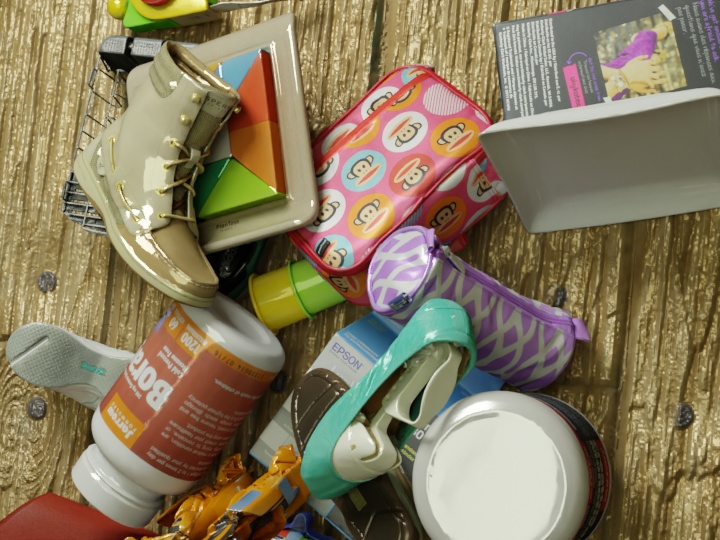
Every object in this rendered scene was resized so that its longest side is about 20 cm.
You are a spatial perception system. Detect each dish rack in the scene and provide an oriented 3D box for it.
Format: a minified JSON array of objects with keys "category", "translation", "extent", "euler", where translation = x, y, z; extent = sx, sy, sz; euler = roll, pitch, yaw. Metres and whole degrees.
[{"category":"dish rack","translation":[-0.195,-0.123,1.469],"extent":[0.152,0.055,0.202],"euler":[8,78,18]}]

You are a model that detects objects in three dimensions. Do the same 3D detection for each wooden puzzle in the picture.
[{"category":"wooden puzzle","translation":[-0.128,-0.115,1.379],"extent":[0.183,0.037,0.202],"euler":[-15,71,27]}]

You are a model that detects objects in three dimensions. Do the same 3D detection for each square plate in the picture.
[{"category":"square plate","translation":[0.213,-0.091,1.286],"extent":[0.196,0.200,0.029],"euler":[-7,66,16]}]

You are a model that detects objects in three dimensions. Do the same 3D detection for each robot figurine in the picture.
[{"category":"robot figurine","translation":[-0.132,0.221,1.311],"extent":[0.144,0.200,0.059],"euler":[-16,104,42]}]

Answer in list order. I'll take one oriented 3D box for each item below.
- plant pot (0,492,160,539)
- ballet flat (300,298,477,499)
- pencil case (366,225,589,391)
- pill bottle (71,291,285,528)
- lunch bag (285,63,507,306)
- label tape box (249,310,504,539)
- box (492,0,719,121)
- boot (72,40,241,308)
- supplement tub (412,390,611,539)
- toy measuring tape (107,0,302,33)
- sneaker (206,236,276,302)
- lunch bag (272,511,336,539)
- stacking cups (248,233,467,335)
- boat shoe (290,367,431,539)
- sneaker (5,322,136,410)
[{"category":"plant pot","translation":[-0.269,0.327,1.401],"extent":[0.198,0.176,0.202],"euler":[17,89,17]},{"category":"ballet flat","translation":[0.022,0.112,1.225],"extent":[0.067,0.071,0.201],"euler":[30,105,-27]},{"category":"pencil case","translation":[0.095,0.031,1.308],"extent":[0.085,0.199,0.084],"euler":[-41,41,25]},{"category":"pill bottle","translation":[-0.164,0.122,1.373],"extent":[0.112,0.112,0.201],"euler":[39,100,16]},{"category":"lunch bag","translation":[0.019,-0.083,1.376],"extent":[0.200,0.082,0.176],"euler":[-42,48,-4]},{"category":"label tape box","translation":[0.018,0.126,1.390],"extent":[0.143,0.066,0.201],"euler":[38,98,17]},{"category":"box","translation":[0.223,-0.162,1.323],"extent":[0.198,0.122,0.107],"euler":[-7,81,16]},{"category":"boot","translation":[-0.150,-0.082,1.327],"extent":[0.156,0.072,0.200],"euler":[-50,55,19]},{"category":"supplement tub","translation":[0.129,0.170,1.280],"extent":[0.139,0.200,0.142],"euler":[-2,85,17]},{"category":"toy measuring tape","translation":[-0.148,-0.272,1.476],"extent":[0.198,0.074,0.074],"euler":[-8,83,16]},{"category":"sneaker","translation":[-0.101,-0.063,1.431],"extent":[0.071,0.080,0.202],"euler":[19,93,9]},{"category":"lunch bag","translation":[-0.080,0.311,1.388],"extent":[0.149,0.094,0.202],"euler":[15,88,20]},{"category":"stacking cups","translation":[0.000,0.000,1.411],"extent":[0.198,0.060,0.061],"euler":[-19,80,13]},{"category":"boat shoe","translation":[0.005,0.171,1.322],"extent":[0.072,0.076,0.201],"euler":[-41,53,20]},{"category":"sneaker","translation":[-0.232,0.103,1.470],"extent":[0.199,0.080,0.071],"euler":[26,85,-2]}]
